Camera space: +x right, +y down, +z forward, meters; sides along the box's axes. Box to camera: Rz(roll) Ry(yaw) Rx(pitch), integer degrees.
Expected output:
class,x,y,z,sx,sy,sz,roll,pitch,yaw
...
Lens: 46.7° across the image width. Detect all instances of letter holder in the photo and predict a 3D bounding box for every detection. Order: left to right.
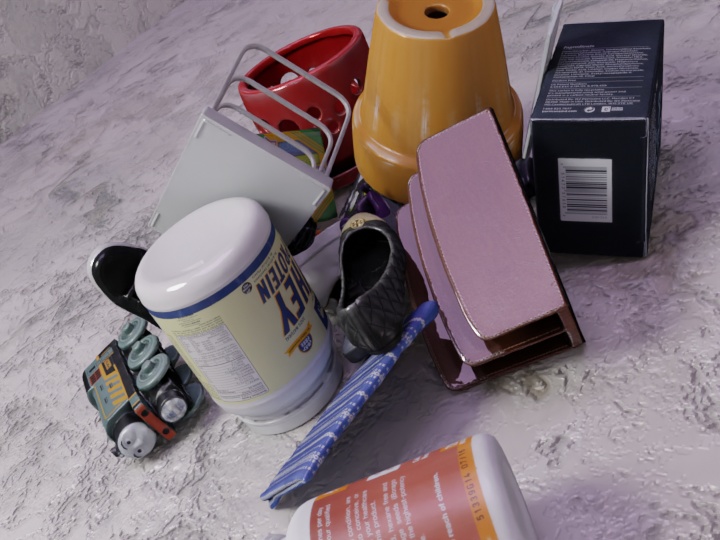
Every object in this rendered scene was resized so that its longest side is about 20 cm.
class,x,y,z,sx,sy,sz,roll,pitch,yaw
letter holder,0.096,-0.014,0.751,0.140,0.101,0.204,-22,62,14

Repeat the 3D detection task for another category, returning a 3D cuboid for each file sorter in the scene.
class,x,y,z,sx,sy,sz,roll,pitch,yaw
file sorter,-0.114,-0.108,0.875,0.200,0.137,0.126,-46,21,50

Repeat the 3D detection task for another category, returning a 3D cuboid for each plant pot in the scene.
class,x,y,z,sx,sy,sz,roll,pitch,yaw
plant pot,-0.053,-0.231,1.217,0.197,0.185,0.202,-21,30,13
plant pot,0.082,-0.205,0.907,0.195,0.186,0.203,-4,47,4

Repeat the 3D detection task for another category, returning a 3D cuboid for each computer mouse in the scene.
class,x,y,z,sx,sy,sz,roll,pitch,yaw
computer mouse,-0.063,-0.047,0.927,0.060,0.034,0.200,-62,14,6

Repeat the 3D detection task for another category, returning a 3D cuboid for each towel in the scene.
class,x,y,z,sx,sy,sz,roll,pitch,yaw
towel,-0.007,0.120,0.737,0.201,0.024,0.145,-50,0,-30

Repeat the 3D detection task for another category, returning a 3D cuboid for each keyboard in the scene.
class,x,y,z,sx,sy,sz,roll,pitch,yaw
keyboard,0.183,-0.177,0.859,0.010,0.202,0.057,11,54,9

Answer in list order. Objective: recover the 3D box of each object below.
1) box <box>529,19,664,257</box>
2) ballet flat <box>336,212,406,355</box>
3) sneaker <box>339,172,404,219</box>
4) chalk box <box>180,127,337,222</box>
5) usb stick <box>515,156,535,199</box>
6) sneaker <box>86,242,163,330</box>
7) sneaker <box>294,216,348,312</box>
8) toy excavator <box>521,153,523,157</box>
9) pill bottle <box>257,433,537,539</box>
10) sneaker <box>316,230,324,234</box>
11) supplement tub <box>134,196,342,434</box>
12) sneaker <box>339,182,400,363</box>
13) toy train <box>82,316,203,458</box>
class,x,y,z,sx,sy,sz,roll,pitch,yaw
box,0.241,-0.135,0.830,0.105,0.151,0.202,3,41,22
ballet flat,0.007,-0.003,0.757,0.065,0.057,0.202,-26,31,11
sneaker,0.022,-0.074,1.036,0.075,0.080,0.200,-63,8,13
chalk box,-0.140,-0.103,1.068,0.122,0.127,0.198,-8,7,36
usb stick,0.110,-0.051,0.887,0.199,0.032,0.056,-36,21,38
sneaker,-0.201,0.035,0.929,0.111,0.199,0.074,13,70,50
sneaker,-0.063,0.029,0.954,0.199,0.086,0.072,-37,-6,32
toy excavator,0.112,-0.133,1.035,0.190,0.101,0.203,-16,44,15
pill bottle,0.019,0.198,0.573,0.196,0.114,0.113,-23,30,11
sneaker,-0.083,-0.013,1.047,0.196,0.075,0.077,0,25,30
supplement tub,-0.113,0.048,0.824,0.142,0.202,0.146,-21,32,14
sneaker,0.000,0.000,0.858,0.074,0.087,0.202,-40,20,44
toy train,-0.252,0.134,0.952,0.114,0.085,0.200,-46,33,-5
